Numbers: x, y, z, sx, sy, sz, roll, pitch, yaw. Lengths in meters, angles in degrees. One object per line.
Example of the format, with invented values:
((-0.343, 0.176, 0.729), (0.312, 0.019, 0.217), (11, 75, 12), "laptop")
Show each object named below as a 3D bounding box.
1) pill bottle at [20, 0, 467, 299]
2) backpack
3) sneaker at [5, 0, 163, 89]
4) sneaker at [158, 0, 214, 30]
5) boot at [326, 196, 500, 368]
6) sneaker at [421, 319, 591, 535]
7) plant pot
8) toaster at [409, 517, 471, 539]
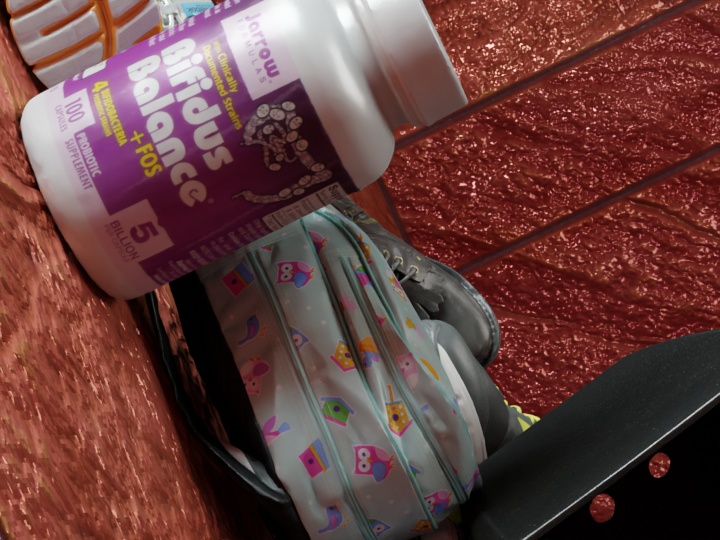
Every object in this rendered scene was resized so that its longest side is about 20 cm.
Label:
((-0.054, -0.075, 1.000), (0.113, 0.200, 0.112), (63, 5, -10), "pill bottle")
((-0.023, 0.057, 1.074), (0.200, 0.126, 0.167), (63, 5, 38), "backpack")
((-0.163, -0.173, 1.078), (0.200, 0.078, 0.077), (63, 1, -14), "sneaker")
((-0.131, -0.145, 1.206), (0.200, 0.086, 0.075), (42, 25, -74), "sneaker")
((0.000, 0.000, 1.292), (0.200, 0.069, 0.174), (38, 3, 5), "boot")
((0.074, 0.103, 1.197), (0.074, 0.085, 0.200), (14, -46, 46), "sneaker")
((0.163, 0.146, 1.081), (0.200, 0.199, 0.177), (58, -12, -18), "plant pot")
((0.035, 0.211, 1.052), (0.129, 0.113, 0.200), (60, 4, -6), "toaster")
